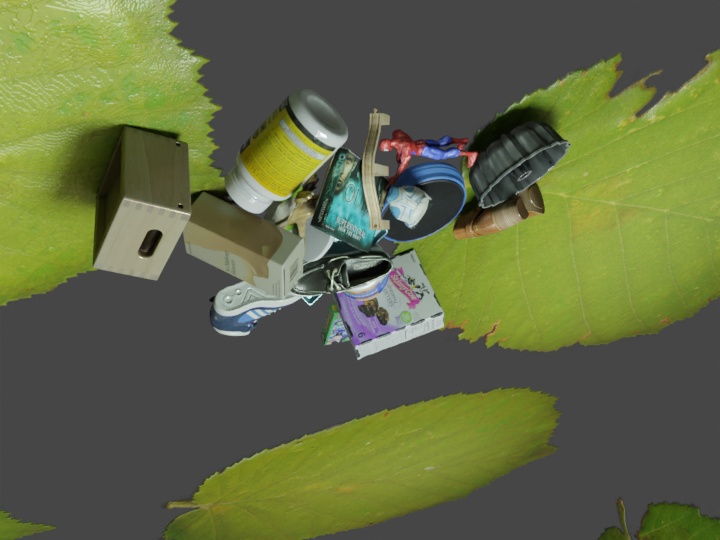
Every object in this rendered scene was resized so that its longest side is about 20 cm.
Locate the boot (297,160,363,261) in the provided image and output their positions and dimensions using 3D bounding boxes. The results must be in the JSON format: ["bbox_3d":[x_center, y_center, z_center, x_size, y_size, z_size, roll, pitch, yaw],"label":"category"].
[{"bbox_3d":[-0.037,-0.106,1.493,0.095,0.073,0.200,-2,123,-57],"label":"boot"}]

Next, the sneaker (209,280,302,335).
[{"bbox_3d":[-0.209,0.070,1.702,0.199,0.081,0.147,-17,158,-20],"label":"sneaker"}]

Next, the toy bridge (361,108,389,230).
[{"bbox_3d":[0.024,-0.167,1.391,0.027,0.201,0.067,1,-178,23],"label":"toy bridge"}]

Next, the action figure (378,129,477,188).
[{"bbox_3d":[0.104,-0.198,1.502,0.200,0.065,0.099,3,134,-36],"label":"action figure"}]

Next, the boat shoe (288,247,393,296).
[{"bbox_3d":[-0.040,0.004,1.500,0.199,0.064,0.071,-16,107,-6],"label":"boat shoe"}]

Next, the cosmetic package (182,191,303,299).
[{"bbox_3d":[-0.198,-0.042,1.420,0.071,0.200,0.105,-56,163,-33],"label":"cosmetic package"}]

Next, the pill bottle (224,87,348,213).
[{"bbox_3d":[-0.123,-0.185,1.332,0.200,0.113,0.112,-41,144,26],"label":"pill bottle"}]

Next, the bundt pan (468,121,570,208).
[{"bbox_3d":[0.286,-0.205,1.567,0.202,0.076,0.202,-31,165,-9],"label":"bundt pan"}]

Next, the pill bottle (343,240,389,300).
[{"bbox_3d":[0.000,0.000,1.653,0.112,0.112,0.200,-24,169,1],"label":"pill bottle"}]

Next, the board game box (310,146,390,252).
[{"bbox_3d":[-0.012,-0.115,1.416,0.200,0.028,0.136,24,84,-66],"label":"board game box"}]

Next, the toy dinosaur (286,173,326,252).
[{"bbox_3d":[-0.091,-0.107,1.406,0.101,0.058,0.200,-50,168,-21],"label":"toy dinosaur"}]

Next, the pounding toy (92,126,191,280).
[{"bbox_3d":[-0.326,-0.093,1.297,0.142,0.184,0.200,13,135,-27],"label":"pounding toy"}]

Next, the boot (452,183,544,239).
[{"bbox_3d":[0.288,-0.116,1.731,0.155,0.077,0.200,-19,-167,34],"label":"boot"}]

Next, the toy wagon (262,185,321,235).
[{"bbox_3d":[-0.117,-0.088,1.506,0.155,0.040,0.200,-31,130,-30],"label":"toy wagon"}]

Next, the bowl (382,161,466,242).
[{"bbox_3d":[0.114,-0.128,1.640,0.200,0.039,0.201,-16,148,-11],"label":"bowl"}]

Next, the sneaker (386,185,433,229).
[{"bbox_3d":[0.086,-0.120,1.505,0.072,0.072,0.200,-53,174,3],"label":"sneaker"}]

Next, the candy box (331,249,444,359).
[{"bbox_3d":[0.055,0.070,1.772,0.199,0.168,0.072,-21,151,-6],"label":"candy box"}]

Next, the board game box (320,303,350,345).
[{"bbox_3d":[0.015,0.109,1.938,0.199,0.029,0.135,-9,145,-22],"label":"board game box"}]

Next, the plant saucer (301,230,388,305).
[{"bbox_3d":[-0.044,-0.028,1.537,0.200,0.019,0.070,-44,110,-2],"label":"plant saucer"}]
